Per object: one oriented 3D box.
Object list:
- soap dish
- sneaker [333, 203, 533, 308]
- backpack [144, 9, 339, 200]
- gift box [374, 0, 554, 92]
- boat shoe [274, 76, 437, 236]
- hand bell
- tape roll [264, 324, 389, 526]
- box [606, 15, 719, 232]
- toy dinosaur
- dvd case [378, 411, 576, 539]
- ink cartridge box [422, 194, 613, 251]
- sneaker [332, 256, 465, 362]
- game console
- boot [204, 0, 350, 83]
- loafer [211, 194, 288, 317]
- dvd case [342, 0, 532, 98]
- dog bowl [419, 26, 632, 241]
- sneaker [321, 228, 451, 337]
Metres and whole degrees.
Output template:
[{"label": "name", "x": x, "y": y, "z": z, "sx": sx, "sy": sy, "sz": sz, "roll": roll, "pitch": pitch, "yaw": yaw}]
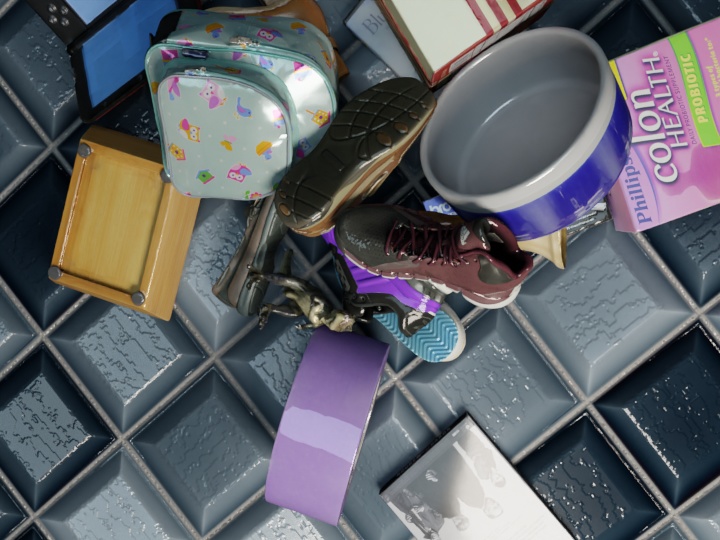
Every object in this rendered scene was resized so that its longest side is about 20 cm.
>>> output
[{"label": "soap dish", "x": -0.282, "y": -0.056, "z": 0.896, "sx": 0.154, "sy": 0.081, "sz": 0.205, "roll": 17, "pitch": 97, "yaw": 5}, {"label": "sneaker", "x": 0.074, "y": -0.032, "z": 0.706, "sx": 0.195, "sy": 0.116, "sz": 0.077, "roll": 17, "pitch": 71, "yaw": -3}, {"label": "backpack", "x": -0.116, "y": -0.169, "z": 0.780, "sx": 0.194, "sy": 0.155, "sz": 0.179, "roll": -3, "pitch": 131, "yaw": -6}, {"label": "gift box", "x": 0.078, "y": -0.307, "z": 0.764, "sx": 0.197, "sy": 0.185, "sz": 0.189, "roll": -31, "pitch": 92, "yaw": 1}, {"label": "boat shoe", "x": -0.004, "y": -0.114, "z": 0.767, "sx": 0.199, "sy": 0.074, "sz": 0.076, "roll": -41, "pitch": 67, "yaw": -3}, {"label": "hand bell", "x": 0.120, "y": -0.052, "z": 0.812, "sx": 0.195, "sy": 0.104, "sz": 0.107, "roll": -2, "pitch": 94, "yaw": 20}, {"label": "tape roll", "x": -0.034, "y": 0.167, "z": 0.824, "sx": 0.083, "sy": 0.200, "sz": 0.205, "roll": 16, "pitch": 96, "yaw": 4}, {"label": "box", "x": 0.352, "y": -0.160, "z": 0.805, "sx": 0.196, "sy": 0.097, "sz": 0.180, "roll": -19, "pitch": 92, "yaw": 8}, {"label": "toy dinosaur", "x": -0.078, "y": 0.025, "z": 0.817, "sx": 0.086, "sy": 0.200, "sz": 0.049, "roll": 0, "pitch": 115, "yaw": -30}, {"label": "dvd case", "x": 0.140, "y": 0.297, "z": 0.902, "sx": 0.150, "sy": 0.025, "sz": 0.201, "roll": -42, "pitch": 89, "yaw": 8}, {"label": "ink cartridge box", "x": 0.178, "y": -0.069, "z": 0.859, "sx": 0.196, "sy": 0.044, "sz": 0.096, "roll": -20, "pitch": 90, "yaw": 8}, {"label": "sneaker", "x": 0.042, "y": 0.030, "z": 0.870, "sx": 0.077, "sy": 0.081, "sz": 0.201, "roll": -44, "pitch": 69, "yaw": 8}, {"label": "game console", "x": -0.289, "y": -0.302, "z": 0.834, "sx": 0.197, "sy": 0.120, "sz": 0.173, "roll": -28, "pitch": 125, "yaw": 20}, {"label": "boot", "x": -0.122, "y": -0.240, "z": 0.875, "sx": 0.198, "sy": 0.077, "sz": 0.157, "roll": -35, "pitch": 94, "yaw": 1}, {"label": "loafer", "x": -0.123, "y": -0.049, "z": 0.885, "sx": 0.062, "sy": 0.072, "sz": 0.204, "roll": 22, "pitch": 97, "yaw": 11}, {"label": "dvd case", "x": 0.096, "y": -0.276, "z": 0.866, "sx": 0.200, "sy": 0.018, "sz": 0.143, "roll": 43, "pitch": 99, "yaw": 2}, {"label": "dog bowl", "x": 0.159, "y": -0.133, "z": 0.732, "sx": 0.200, "sy": 0.201, "sz": 0.079, "roll": -43, "pitch": 131, "yaw": 8}, {"label": "sneaker", "x": 0.000, "y": 0.000, "z": 0.811, "sx": 0.198, "sy": 0.069, "sz": 0.101, "roll": 35, "pitch": 94, "yaw": 24}]
